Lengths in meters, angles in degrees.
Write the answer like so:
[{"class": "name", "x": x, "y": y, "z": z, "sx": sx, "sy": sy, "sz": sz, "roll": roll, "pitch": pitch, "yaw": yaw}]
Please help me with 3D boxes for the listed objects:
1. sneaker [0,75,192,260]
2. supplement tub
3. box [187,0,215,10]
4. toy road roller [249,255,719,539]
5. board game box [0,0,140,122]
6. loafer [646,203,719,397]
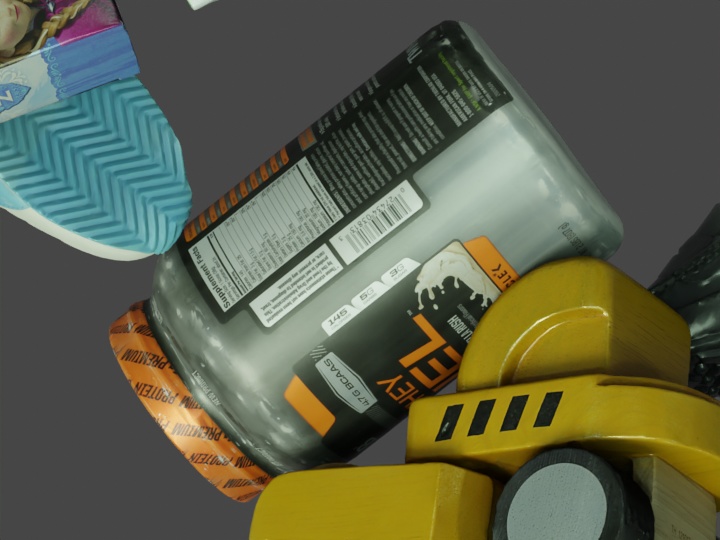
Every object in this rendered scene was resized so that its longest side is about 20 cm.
[{"class": "sneaker", "x": -0.157, "y": -0.066, "z": 1.121, "sx": 0.199, "sy": 0.081, "sz": 0.077, "roll": 32, "pitch": 69, "yaw": 8}, {"class": "supplement tub", "x": 0.000, "y": 0.000, "z": 1.121, "sx": 0.200, "sy": 0.123, "sz": 0.123, "roll": -38, "pitch": 97, "yaw": 7}, {"class": "box", "x": -0.046, "y": -0.239, "z": 1.096, "sx": 0.176, "sy": 0.097, "sz": 0.200, "roll": -32, "pitch": 97, "yaw": 8}, {"class": "toy road roller", "x": 0.063, "y": 0.080, "z": 1.080, "sx": 0.199, "sy": 0.123, "sz": 0.147, "roll": -9, "pitch": 63, "yaw": 33}, {"class": "board game box", "x": -0.214, "y": -0.133, "z": 1.075, "sx": 0.198, "sy": 0.043, "sz": 0.201, "roll": -22, "pitch": 63, "yaw": -4}, {"class": "loafer", "x": 0.163, "y": 0.007, "z": 1.154, "sx": 0.200, "sy": 0.068, "sz": 0.071, "roll": -26, "pitch": 63, "yaw": 7}]
